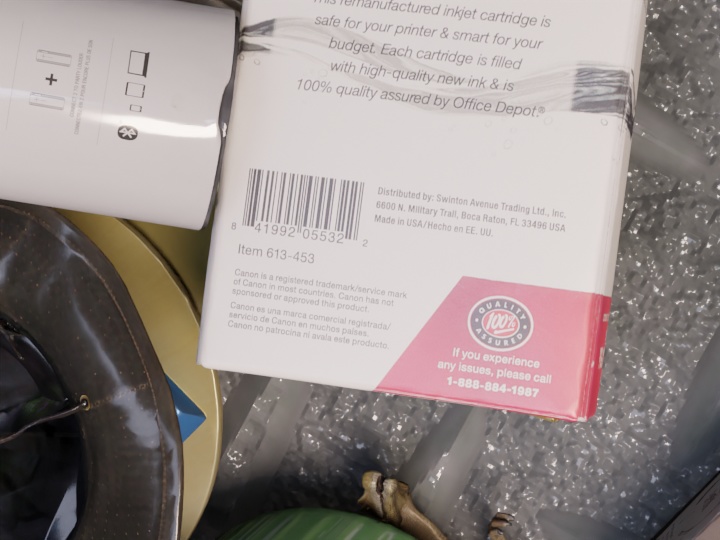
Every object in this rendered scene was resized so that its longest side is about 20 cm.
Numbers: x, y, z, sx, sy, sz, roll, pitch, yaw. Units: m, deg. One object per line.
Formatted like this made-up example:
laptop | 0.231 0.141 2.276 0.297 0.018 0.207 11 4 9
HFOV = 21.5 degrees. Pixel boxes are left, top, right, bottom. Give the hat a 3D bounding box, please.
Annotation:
hat | -0.145 0.067 0.734 0.199 0.081 0.202 0 90 13

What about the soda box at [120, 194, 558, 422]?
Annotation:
soda box | 0.000 0.000 0.791 0.199 0.068 0.064 15 105 11

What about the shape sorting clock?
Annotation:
shape sorting clock | -0.153 0.056 0.795 0.198 0.039 0.202 2 99 15

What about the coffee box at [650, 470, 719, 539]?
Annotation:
coffee box | 0.209 0.097 0.751 0.114 0.080 0.200 43 109 2

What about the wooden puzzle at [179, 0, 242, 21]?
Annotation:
wooden puzzle | -0.018 -0.173 0.778 0.184 0.037 0.201 32 113 6

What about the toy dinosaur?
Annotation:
toy dinosaur | 0.047 0.168 0.834 0.100 0.058 0.201 4 115 25

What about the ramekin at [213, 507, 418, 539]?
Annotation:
ramekin | -0.019 0.197 0.787 0.199 0.098 0.201 12 118 23

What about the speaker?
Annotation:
speaker | -0.147 -0.068 0.668 0.198 0.081 0.082 8 105 -9

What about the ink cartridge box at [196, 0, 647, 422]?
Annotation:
ink cartridge box | 0.028 -0.054 0.705 0.144 0.084 0.202 7 90 10
